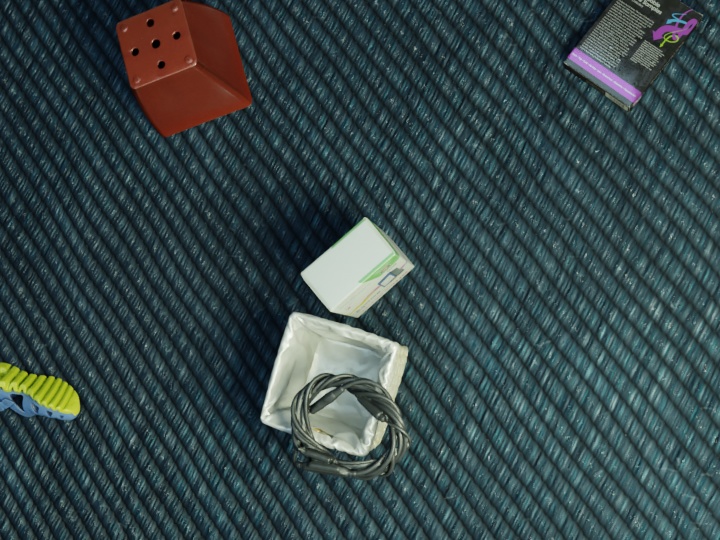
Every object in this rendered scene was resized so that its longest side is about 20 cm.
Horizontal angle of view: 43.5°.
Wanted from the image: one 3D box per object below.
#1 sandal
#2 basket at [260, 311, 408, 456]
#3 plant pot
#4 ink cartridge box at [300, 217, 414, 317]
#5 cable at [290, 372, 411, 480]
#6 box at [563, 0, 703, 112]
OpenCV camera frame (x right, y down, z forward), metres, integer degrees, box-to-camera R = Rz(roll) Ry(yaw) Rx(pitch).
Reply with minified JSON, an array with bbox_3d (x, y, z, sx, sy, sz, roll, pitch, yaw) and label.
[{"bbox_3d":[-0.632,0.246,1.740,0.200,0.080,0.087,19,119,10],"label":"sandal"},{"bbox_3d":[-0.038,0.194,1.549,0.198,0.161,0.200,16,86,15],"label":"basket"},{"bbox_3d":[-0.345,-0.395,1.693,0.199,0.176,0.200,-18,78,10],"label":"plant pot"},{"bbox_3d":[0.000,0.000,1.546,0.145,0.200,0.088,-41,79,5],"label":"ink cartridge box"},{"bbox_3d":[-0.014,0.247,1.435,0.200,0.051,0.164,4,80,18],"label":"cable"},{"bbox_3d":[0.471,-0.396,1.567,0.143,0.036,0.200,40,94,14],"label":"box"}]
